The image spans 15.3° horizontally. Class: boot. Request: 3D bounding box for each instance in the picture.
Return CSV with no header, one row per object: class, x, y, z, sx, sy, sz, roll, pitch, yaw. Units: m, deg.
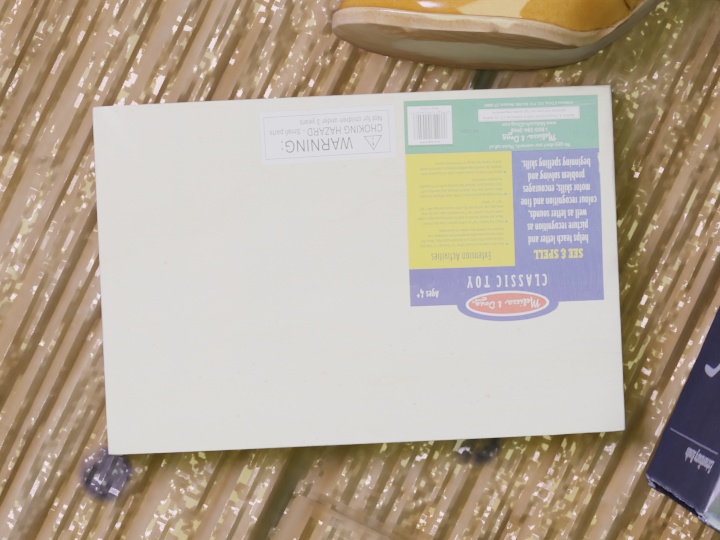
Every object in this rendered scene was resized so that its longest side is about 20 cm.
boot,0.087,-0.151,1.004,0.200,0.071,0.145,-1,85,-4

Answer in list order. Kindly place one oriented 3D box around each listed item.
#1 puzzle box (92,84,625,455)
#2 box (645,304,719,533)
puzzle box,0.000,0.000,1.018,0.199,0.025,0.134,-2,90,-1
box,0.195,0.014,0.963,0.104,0.148,0.201,23,91,-2
